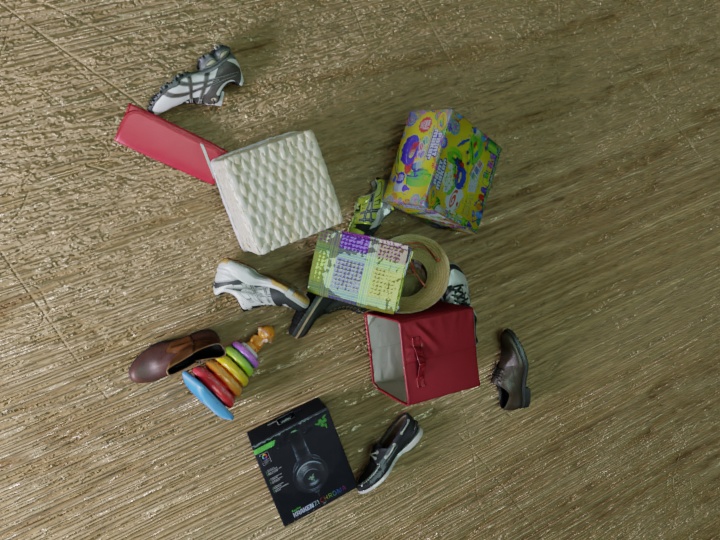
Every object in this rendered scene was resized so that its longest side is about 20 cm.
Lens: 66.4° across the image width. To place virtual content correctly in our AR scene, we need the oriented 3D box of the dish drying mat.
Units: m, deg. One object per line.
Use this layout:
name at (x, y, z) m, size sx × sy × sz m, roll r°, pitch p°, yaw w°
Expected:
dish drying mat at (-0.363, -0.242, 1.066) m, size 0.198 × 0.018 × 0.077 m, roll 23°, pitch 96°, yaw -26°

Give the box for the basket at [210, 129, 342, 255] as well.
basket at (-0.162, -0.156, 1.070) m, size 0.197 × 0.161 × 0.202 m, roll -23°, pitch 104°, yaw -17°

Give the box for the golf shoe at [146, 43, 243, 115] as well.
golf shoe at (-0.315, -0.345, 1.061) m, size 0.199 × 0.078 × 0.095 m, roll -35°, pitch 118°, yaw -1°

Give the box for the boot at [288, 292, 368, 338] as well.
boot at (-0.050, 0.082, 1.176) m, size 0.138 × 0.077 × 0.201 m, roll 36°, pitch 83°, yaw -21°

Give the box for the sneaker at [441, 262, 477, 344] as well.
sneaker at (0.231, 0.082, 1.249) m, size 0.075 × 0.088 × 0.202 m, roll -13°, pitch 95°, yaw -15°

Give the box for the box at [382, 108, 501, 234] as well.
box at (0.177, -0.206, 1.171) m, size 0.192 × 0.121 × 0.202 m, roll 21°, pitch 86°, yaw -43°

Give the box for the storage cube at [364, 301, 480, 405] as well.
storage cube at (0.130, 0.167, 1.174) m, size 0.178 × 0.200 × 0.173 m, roll -9°, pitch 95°, yaw -23°

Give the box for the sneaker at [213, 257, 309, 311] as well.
sneaker at (-0.203, 0.049, 1.118) m, size 0.198 × 0.076 × 0.088 m, roll 23°, pitch 92°, yaw 1°

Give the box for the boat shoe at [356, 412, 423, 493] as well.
boat shoe at (0.055, 0.404, 1.225) m, size 0.200 × 0.074 × 0.061 m, roll -42°, pitch 104°, yaw -15°

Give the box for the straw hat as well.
straw hat at (0.104, 0.026, 1.207) m, size 0.198 × 0.085 × 0.203 m, roll -3°, pitch 57°, yaw 4°

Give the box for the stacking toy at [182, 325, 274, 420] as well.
stacking toy at (-0.248, 0.186, 1.109) m, size 0.200 × 0.109 × 0.116 m, roll -48°, pitch 121°, yaw -21°

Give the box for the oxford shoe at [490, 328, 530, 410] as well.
oxford shoe at (0.352, 0.241, 1.313) m, size 0.083 × 0.073 × 0.203 m, roll -10°, pitch 96°, yaw -15°

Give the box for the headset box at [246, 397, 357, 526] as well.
headset box at (-0.125, 0.389, 1.155) m, size 0.173 × 0.093 × 0.202 m, roll -22°, pitch 99°, yaw -16°

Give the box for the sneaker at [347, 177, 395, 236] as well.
sneaker at (0.008, -0.114, 1.186) m, size 0.076 × 0.075 × 0.201 m, roll 40°, pitch 68°, yaw -7°

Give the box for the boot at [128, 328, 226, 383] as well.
boot at (-0.342, 0.174, 1.016) m, size 0.186 × 0.200 × 0.069 m, roll -17°, pitch 98°, yaw -16°

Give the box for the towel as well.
towel at (0.000, 0.000, 1.117) m, size 0.198 × 0.023 × 0.145 m, roll 13°, pitch 87°, yaw -1°
